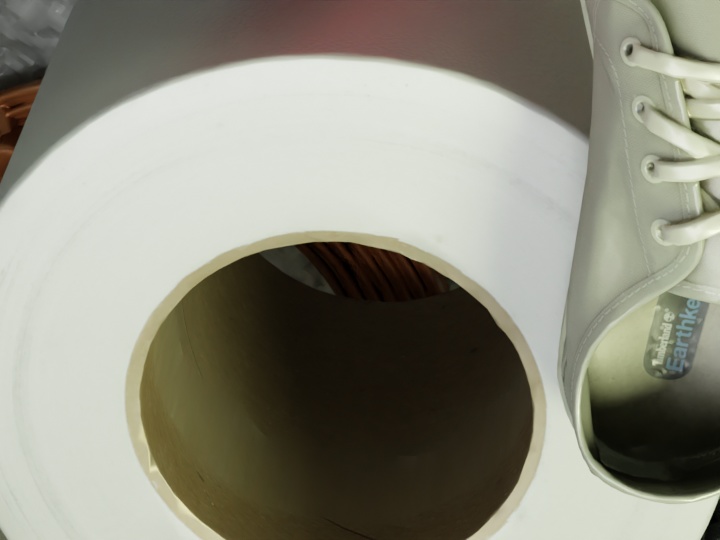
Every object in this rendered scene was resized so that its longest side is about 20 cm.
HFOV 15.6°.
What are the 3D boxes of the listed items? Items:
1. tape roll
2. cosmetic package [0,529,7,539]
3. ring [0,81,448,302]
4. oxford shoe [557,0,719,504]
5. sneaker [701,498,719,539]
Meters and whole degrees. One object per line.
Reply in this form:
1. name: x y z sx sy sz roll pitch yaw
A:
1. tape roll: 0.000 0.000 0.715 0.202 0.139 0.203 3 121 5
2. cosmetic package: -0.162 0.163 0.861 0.090 0.107 0.200 44 115 31
3. ring: -0.062 0.024 0.856 0.200 0.019 0.201 11 130 13
4. oxford shoe: 0.081 -0.032 0.578 0.075 0.058 0.201 6 117 0
5. sneaker: 0.106 0.093 0.824 0.199 0.076 0.088 23 131 -15
